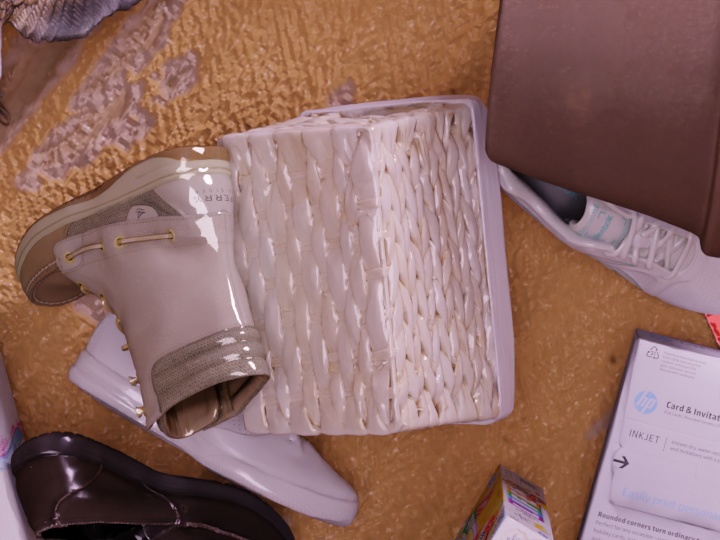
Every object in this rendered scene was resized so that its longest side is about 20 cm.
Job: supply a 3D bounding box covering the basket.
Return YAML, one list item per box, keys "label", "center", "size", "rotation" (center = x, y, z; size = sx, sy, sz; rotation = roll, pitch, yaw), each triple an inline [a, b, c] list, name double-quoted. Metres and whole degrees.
- label: "basket"
  center: [0.000, 0.000, 1.682]
  size: [0.135, 0.123, 0.200]
  rotation: [-2, 94, 37]

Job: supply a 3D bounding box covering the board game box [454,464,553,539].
- label: "board game box"
  center: [0.065, 0.194, 1.679]
  size: [0.034, 0.200, 0.135]
  rotation: [30, 94, -1]

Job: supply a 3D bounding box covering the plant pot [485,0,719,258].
- label: "plant pot"
  center: [0.164, -0.112, 1.624]
  size: [0.174, 0.200, 0.200]
  rotation: [7, 94, 3]

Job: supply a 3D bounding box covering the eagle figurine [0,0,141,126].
- label: "eagle figurine"
  center: [-0.203, -0.202, 1.701]
  size: [0.200, 0.152, 0.151]
  rotation: [-41, 71, 9]

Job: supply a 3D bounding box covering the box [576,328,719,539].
- label: "box"
  center: [0.219, 0.152, 1.744]
  size: [0.156, 0.041, 0.200]
  rotation: [14, 100, 1]

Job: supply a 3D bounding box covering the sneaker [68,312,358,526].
- label: "sneaker"
  center: [-0.077, 0.083, 1.746]
  size: [0.200, 0.075, 0.089]
  rotation: [32, 83, 1]

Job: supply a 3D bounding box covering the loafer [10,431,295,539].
- label: "loafer"
  center: [-0.128, 0.164, 1.713]
  size: [0.200, 0.073, 0.071]
  rotation: [22, 52, -29]

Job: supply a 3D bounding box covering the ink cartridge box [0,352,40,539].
- label: "ink cartridge box"
  center: [-0.282, 0.120, 1.728]
  size: [0.145, 0.088, 0.200]
  rotation: [-16, 84, 3]

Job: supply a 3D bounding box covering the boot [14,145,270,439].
- label: "boot"
  center: [-0.131, 0.028, 1.678]
  size: [0.200, 0.072, 0.155]
  rotation: [-29, 70, 46]

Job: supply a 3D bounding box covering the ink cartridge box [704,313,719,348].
- label: "ink cartridge box"
  center: [0.290, -0.046, 1.730]
  size: [0.200, 0.047, 0.160]
  rotation: [-24, 92, 2]

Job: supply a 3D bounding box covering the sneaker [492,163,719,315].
- label: "sneaker"
  center: [0.163, -0.024, 1.714]
  size: [0.200, 0.080, 0.070]
  rotation: [27, 105, 3]
